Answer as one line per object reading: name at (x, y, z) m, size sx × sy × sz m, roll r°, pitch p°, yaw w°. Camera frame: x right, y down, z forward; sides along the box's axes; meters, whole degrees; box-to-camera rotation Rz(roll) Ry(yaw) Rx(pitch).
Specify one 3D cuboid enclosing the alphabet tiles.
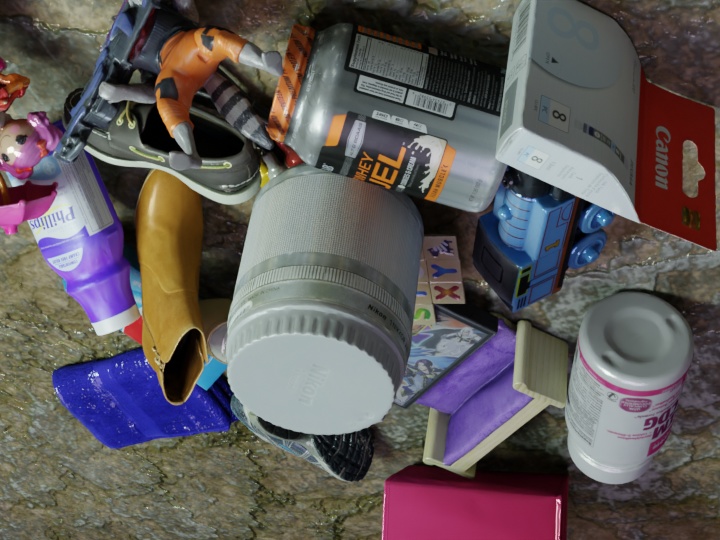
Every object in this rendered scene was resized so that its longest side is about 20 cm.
alphabet tiles at (0.000, 0.000, 1.316) m, size 0.197 × 0.006 × 0.168 m, roll 0°, pitch 140°, yaw 11°

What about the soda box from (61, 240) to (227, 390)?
soda box at (-0.218, 0.038, 1.419) m, size 0.064 × 0.068 × 0.199 m, roll -47°, pitch 121°, yaw 8°

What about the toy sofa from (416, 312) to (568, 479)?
toy sofa at (0.131, 0.137, 1.459) m, size 0.097 × 0.084 × 0.200 m, roll 24°, pitch 140°, yaw -17°

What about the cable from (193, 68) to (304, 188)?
cable at (-0.094, -0.125, 1.218) m, size 0.096 × 0.051 × 0.200 m, roll -11°, pitch 138°, yaw 43°

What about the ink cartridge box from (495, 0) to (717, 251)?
ink cartridge box at (0.207, -0.121, 1.068) m, size 0.198 × 0.162 × 0.047 m, roll 21°, pitch 142°, yaw -13°

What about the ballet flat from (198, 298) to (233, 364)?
ballet flat at (-0.091, 0.078, 1.380) m, size 0.197 × 0.063 × 0.069 m, roll 13°, pitch 116°, yaw -8°

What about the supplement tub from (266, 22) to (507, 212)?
supplement tub at (0.026, -0.131, 1.130) m, size 0.197 × 0.124 × 0.123 m, roll 15°, pitch 141°, yaw -4°

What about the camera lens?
camera lens at (-0.030, 0.018, 1.180) m, size 0.157 × 0.202 × 0.161 m, roll 5°, pitch 141°, yaw 4°

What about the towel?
towel at (-0.252, 0.153, 1.599) m, size 0.198 × 0.050 × 0.148 m, roll -15°, pitch 135°, yaw 29°

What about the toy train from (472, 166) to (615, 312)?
toy train at (0.164, -0.057, 1.182) m, size 0.113 × 0.087 × 0.201 m, roll -26°, pitch 147°, yaw -22°

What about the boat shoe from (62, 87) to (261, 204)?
boat shoe at (-0.179, -0.125, 1.206) m, size 0.199 × 0.072 × 0.061 m, roll 21°, pitch 149°, yaw 13°

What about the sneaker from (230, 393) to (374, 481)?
sneaker at (-0.067, 0.182, 1.586) m, size 0.199 × 0.078 × 0.086 m, roll 37°, pitch 157°, yaw -32°

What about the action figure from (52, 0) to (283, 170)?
action figure at (-0.160, -0.150, 1.116) m, size 0.104 × 0.194 × 0.201 m, roll 21°, pitch 109°, yaw -45°

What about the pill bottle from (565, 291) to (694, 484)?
pill bottle at (0.269, 0.126, 1.387) m, size 0.111 × 0.115 × 0.201 m, roll 6°, pitch 141°, yaw 6°

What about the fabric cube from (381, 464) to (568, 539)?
fabric cube at (0.134, 0.333, 1.553) m, size 0.196 × 0.200 × 0.200 m, roll 1°, pitch 178°, yaw 11°

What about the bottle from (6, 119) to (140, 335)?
bottle at (-0.269, -0.039, 1.290) m, size 0.083 × 0.065 × 0.202 m, roll -13°, pitch 104°, yaw 34°

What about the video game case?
video game case at (0.013, 0.060, 1.412) m, size 0.198 × 0.026 × 0.181 m, roll 26°, pitch 138°, yaw -18°

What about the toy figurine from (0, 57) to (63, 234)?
toy figurine at (-0.332, -0.126, 1.185) m, size 0.184 × 0.151 × 0.200 m, roll 43°, pitch 108°, yaw -14°

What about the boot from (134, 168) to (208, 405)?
boot at (-0.172, 0.012, 1.293) m, size 0.070 × 0.144 × 0.204 m, roll -2°, pitch 119°, yaw -21°
